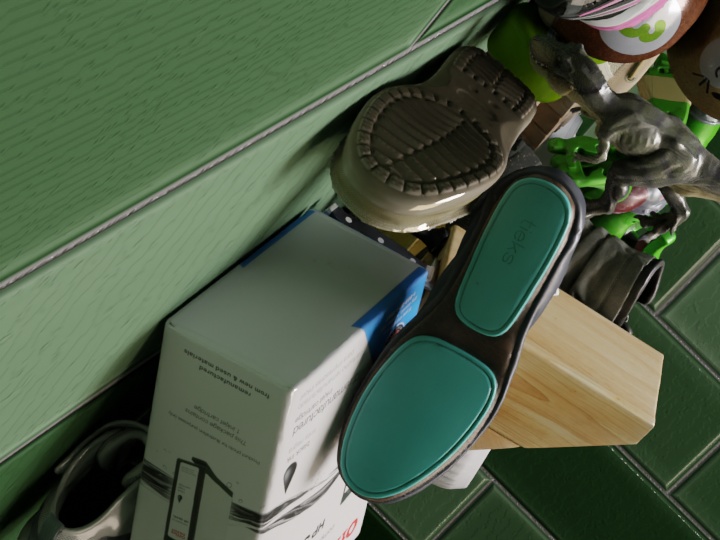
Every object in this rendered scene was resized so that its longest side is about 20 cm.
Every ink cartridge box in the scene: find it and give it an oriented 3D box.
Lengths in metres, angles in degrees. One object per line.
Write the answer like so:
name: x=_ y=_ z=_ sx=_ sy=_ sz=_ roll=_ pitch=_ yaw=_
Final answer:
ink cartridge box: x=-0.049 y=0.091 z=1.170 sx=0.146 sy=0.084 sz=0.201 roll=-41 pitch=151 yaw=-48

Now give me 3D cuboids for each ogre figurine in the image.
ogre figurine: x=0.174 y=-0.060 z=1.433 sx=0.200 sy=0.098 sz=0.120 roll=-55 pitch=165 yaw=-32

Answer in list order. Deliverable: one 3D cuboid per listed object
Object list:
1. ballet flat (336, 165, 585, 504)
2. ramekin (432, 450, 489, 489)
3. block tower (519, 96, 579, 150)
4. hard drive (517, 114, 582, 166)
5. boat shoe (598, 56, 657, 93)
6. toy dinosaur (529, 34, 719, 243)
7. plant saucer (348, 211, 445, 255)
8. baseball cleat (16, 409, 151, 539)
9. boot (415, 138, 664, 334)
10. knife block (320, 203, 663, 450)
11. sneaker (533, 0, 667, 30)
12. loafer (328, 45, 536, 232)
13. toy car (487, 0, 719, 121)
ballet flat: x=0.057 y=0.034 z=1.128 sx=0.201 sy=0.073 sz=0.073 roll=-59 pitch=172 yaw=10
ramekin: x=0.081 y=0.073 z=1.610 sx=0.203 sy=0.094 sz=0.202 roll=-57 pitch=175 yaw=-9
block tower: x=0.151 y=-0.148 z=1.427 sx=0.200 sy=0.054 sz=0.058 roll=-40 pitch=173 yaw=-46
hard drive: x=0.072 y=-0.021 z=1.505 sx=0.132 sy=0.027 sz=0.201 roll=-26 pitch=-151 yaw=58
boat shoe: x=0.203 y=-0.191 z=1.316 sx=0.200 sy=0.065 sz=0.072 roll=-47 pitch=-156 yaw=22
toy dinosaur: x=0.163 y=-0.054 z=1.184 sx=0.088 sy=0.199 sz=0.048 roll=-49 pitch=-159 yaw=39
plant saucer: x=0.000 y=0.000 z=1.389 sx=0.200 sy=0.048 sz=0.200 roll=-48 pitch=174 yaw=12
baseball cleat: x=-0.116 y=0.112 z=1.223 sx=0.200 sy=0.070 sz=0.107 roll=-45 pitch=170 yaw=-48
boot: x=0.089 y=0.026 z=1.313 sx=0.068 sy=0.131 sz=0.200 roll=-39 pitch=171 yaw=-48
knife block: x=0.063 y=0.020 z=1.231 sx=0.064 sy=0.198 sz=0.176 roll=-73 pitch=153 yaw=-48
sneaker: x=0.156 y=-0.191 z=1.050 sx=0.086 sy=0.080 sz=0.200 roll=-19 pitch=149 yaw=-55
loafer: x=0.036 y=-0.056 z=1.104 sx=0.068 sy=0.076 sz=0.200 roll=-55 pitch=172 yaw=28
toy car: x=0.205 y=-0.128 z=1.196 sx=0.164 sy=0.200 sz=0.158 roll=-49 pitch=174 yaw=33
